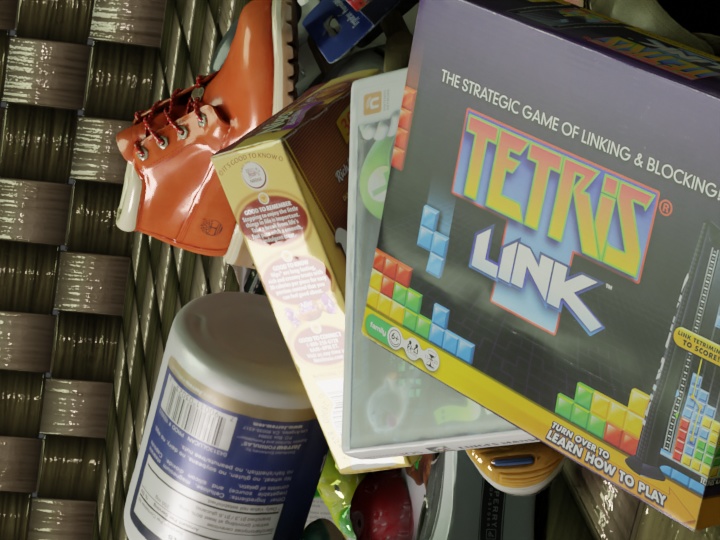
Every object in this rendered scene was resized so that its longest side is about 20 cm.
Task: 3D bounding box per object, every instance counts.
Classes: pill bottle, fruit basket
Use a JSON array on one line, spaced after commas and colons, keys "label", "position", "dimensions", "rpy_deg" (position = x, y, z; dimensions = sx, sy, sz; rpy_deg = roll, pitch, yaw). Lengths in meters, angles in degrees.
[{"label": "pill bottle", "position": [-0.081, 0.123, 1.145], "dimensions": [0.111, 0.111, 0.200], "rpy_deg": [-107, 30, -59]}, {"label": "fruit basket", "position": [0.009, 0.132, 1.214], "dimensions": [0.185, 0.094, 0.200], "rpy_deg": [108, 159, -43]}]

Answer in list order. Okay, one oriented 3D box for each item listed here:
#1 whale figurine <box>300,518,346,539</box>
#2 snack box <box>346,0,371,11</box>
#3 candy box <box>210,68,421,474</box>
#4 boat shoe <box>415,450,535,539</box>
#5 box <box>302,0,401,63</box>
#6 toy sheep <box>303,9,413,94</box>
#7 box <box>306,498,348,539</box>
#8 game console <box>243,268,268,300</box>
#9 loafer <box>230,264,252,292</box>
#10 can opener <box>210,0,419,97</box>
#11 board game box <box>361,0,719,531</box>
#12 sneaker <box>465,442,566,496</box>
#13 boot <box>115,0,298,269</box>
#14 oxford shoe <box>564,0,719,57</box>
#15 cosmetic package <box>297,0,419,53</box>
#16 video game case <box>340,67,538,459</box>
[{"label": "whale figurine", "position": [-0.014, 0.253, 1.143], "dimensions": [0.200, 0.104, 0.159], "rpy_deg": [64, 150, 29]}, {"label": "snack box", "position": [0.032, -0.245, 1.066], "dimensions": [0.142, 0.053, 0.200], "rpy_deg": [-36, 28, 19]}, {"label": "candy box", "position": [0.000, 0.000, 1.070], "dimensions": [0.117, 0.056, 0.200], "rpy_deg": [-42, -66, -51]}, {"label": "boat shoe", "position": [0.059, 0.150, 1.043], "dimensions": [0.066, 0.070, 0.200], "rpy_deg": [163, 112, -83]}, {"label": "box", "position": [0.035, -0.213, 1.120], "dimensions": [0.200, 0.032, 0.121], "rpy_deg": [-45, 22, 7]}, {"label": "toy sheep", "position": [0.017, -0.082, 1.180], "dimensions": [0.200, 0.138, 0.138], "rpy_deg": [85, -178, -58]}, {"label": "box", "position": [-0.034, 0.105, 1.433], "dimensions": [0.049, 0.082, 0.200], "rpy_deg": [-146, 62, -76]}, {"label": "game console", "position": [-0.043, 0.065, 1.279], "dimensions": [0.200, 0.176, 0.116], "rpy_deg": [-64, 38, 27]}, {"label": "loafer", "position": [-0.061, -0.033, 1.327], "dimensions": [0.071, 0.073, 0.200], "rpy_deg": [-112, 10, -47]}, {"label": "can opener", "position": [-0.009, -0.177, 1.215], "dimensions": [0.053, 0.200, 0.067], "rpy_deg": [52, -175, 25]}, {"label": "board game box", "position": [0.095, -0.014, 0.768], "dimensions": [0.200, 0.057, 0.165], "rpy_deg": [28, 118, 42]}, {"label": "sneaker", "position": [0.082, 0.018, 0.974], "dimensions": [0.088, 0.075, 0.200], "rpy_deg": [64, -147, -70]}, {"label": "boot", "position": [-0.096, -0.091, 1.178], "dimensions": [0.075, 0.107, 0.200], "rpy_deg": [-88, 13, -53]}, {"label": "oxford shoe", "position": [0.131, -0.070, 0.817], "dimensions": [0.075, 0.070, 0.200], "rpy_deg": [-25, 67, 54]}, {"label": "cosmetic package", "position": [-0.009, -0.106, 1.355], "dimensions": [0.200, 0.108, 0.085], "rpy_deg": [107, 165, -46]}, {"label": "video game case", "position": [0.070, -0.015, 0.911], "dimensions": [0.182, 0.023, 0.200], "rpy_deg": [-10, 70, 35]}]
